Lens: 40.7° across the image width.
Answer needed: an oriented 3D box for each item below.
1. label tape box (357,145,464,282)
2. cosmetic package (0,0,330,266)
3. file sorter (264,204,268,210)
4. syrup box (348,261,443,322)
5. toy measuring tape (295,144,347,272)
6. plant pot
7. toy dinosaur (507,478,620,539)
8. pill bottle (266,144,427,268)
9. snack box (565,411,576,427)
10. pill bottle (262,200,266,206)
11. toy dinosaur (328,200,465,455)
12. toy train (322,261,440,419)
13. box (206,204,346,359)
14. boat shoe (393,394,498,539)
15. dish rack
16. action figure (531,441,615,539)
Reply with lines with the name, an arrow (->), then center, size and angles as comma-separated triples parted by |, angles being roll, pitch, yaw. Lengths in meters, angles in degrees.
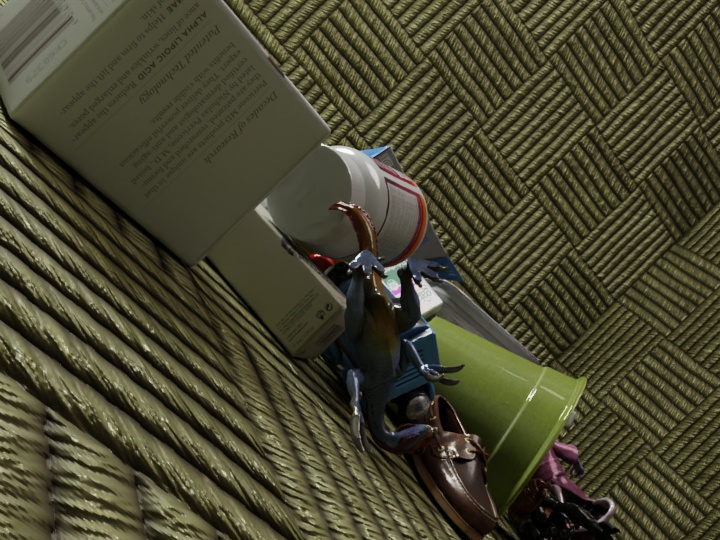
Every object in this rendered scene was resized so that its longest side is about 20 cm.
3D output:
label tape box -> 0.034, -0.056, 1.258 | 0.201, 0.063, 0.144 | 60, -18, -14
cosmetic package -> -0.164, -0.148, 0.774 | 0.200, 0.165, 0.165 | 45, 3, -44
file sorter -> -0.151, -0.126, 1.076 | 0.125, 0.139, 0.200 | 49, 3, 20
syrup box -> 0.000, 0.000, 1.178 | 0.078, 0.082, 0.200 | -26, 69, -43
toy measuring tape -> -0.040, -0.041, 1.106 | 0.073, 0.203, 0.074 | 11, 11, -2
plant pot -> 0.131, 0.155, 1.135 | 0.189, 0.201, 0.200 | 35, 0, 9
toy dinosaur -> 0.216, 0.303, 1.147 | 0.135, 0.103, 0.200 | 35, 0, 34
pill bottle -> -0.011, -0.064, 0.982 | 0.110, 0.110, 0.200 | 47, 13, 20
snack box -> 0.180, 0.151, 1.258 | 0.198, 0.025, 0.072 | 25, -5, 7
pill bottle -> -0.097, -0.063, 1.330 | 0.200, 0.111, 0.111 | 47, 2, 17
toy dinosaur -> 0.029, 0.069, 0.857 | 0.201, 0.104, 0.183 | -106, -162, -49
toy train -> 0.013, 0.068, 1.002 | 0.200, 0.086, 0.115 | -131, -154, -50
box -> -0.094, -0.010, 0.929 | 0.200, 0.068, 0.082 | 48, 4, 13
boat shoe -> 0.091, 0.188, 0.966 | 0.070, 0.070, 0.200 | 46, 3, -28
dish rack -> 0.145, 0.092, 1.387 | 0.199, 0.044, 0.171 | 40, -17, -12
action figure -> 0.243, 0.284, 1.302 | 0.201, 0.133, 0.149 | 62, -1, 28
